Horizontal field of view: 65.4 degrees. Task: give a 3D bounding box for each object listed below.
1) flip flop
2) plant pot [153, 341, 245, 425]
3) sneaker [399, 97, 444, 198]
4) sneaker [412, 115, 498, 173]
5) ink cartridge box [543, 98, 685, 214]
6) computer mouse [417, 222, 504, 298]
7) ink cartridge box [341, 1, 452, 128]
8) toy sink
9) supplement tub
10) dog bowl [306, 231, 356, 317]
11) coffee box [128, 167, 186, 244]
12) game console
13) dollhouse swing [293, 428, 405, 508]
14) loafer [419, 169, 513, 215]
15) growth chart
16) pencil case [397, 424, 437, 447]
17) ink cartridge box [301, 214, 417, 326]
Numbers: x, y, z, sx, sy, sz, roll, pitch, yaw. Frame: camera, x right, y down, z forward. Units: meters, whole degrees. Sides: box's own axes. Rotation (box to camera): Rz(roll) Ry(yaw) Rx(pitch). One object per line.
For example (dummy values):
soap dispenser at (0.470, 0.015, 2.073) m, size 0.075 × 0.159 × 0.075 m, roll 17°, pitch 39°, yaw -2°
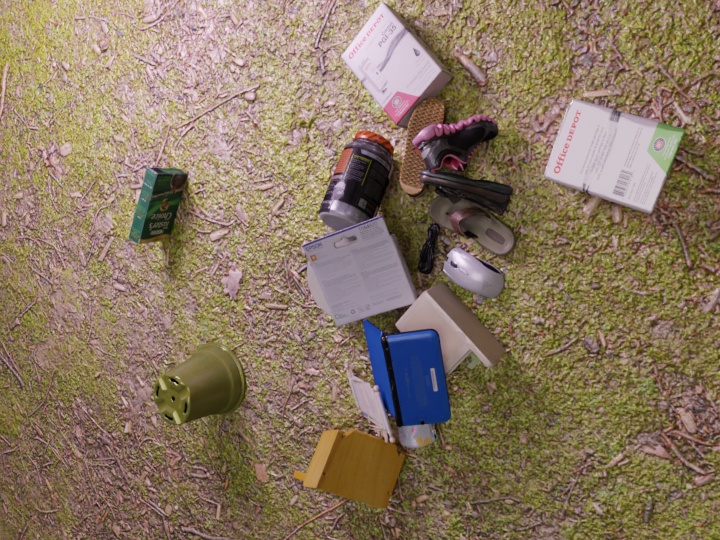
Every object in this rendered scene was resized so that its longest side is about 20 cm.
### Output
flip flop at (0.229, -0.096, 1.160) m, size 0.198 × 0.057 × 0.083 m, roll 36°, pitch 111°, yaw 18°
plant pot at (-0.436, 0.311, 1.483) m, size 0.194 × 0.183 × 0.208 m, roll 3°, pitch 98°, yaw 26°
sneaker at (0.130, -0.255, 1.176) m, size 0.073 × 0.090 × 0.206 m, roll 18°, pitch 93°, yaw 13°
sneaker at (0.196, -0.240, 1.097) m, size 0.098 × 0.195 × 0.079 m, roll 68°, pitch 156°, yaw 9°
ink cartridge box at (0.454, -0.207, 1.016) m, size 0.196 × 0.083 × 0.150 m, roll 24°, pitch 106°, yaw 22°
computer mouse at (0.212, -0.009, 1.188) m, size 0.197 × 0.044 × 0.112 m, roll 30°, pitch 110°, yaw 21°
ink cartridge box at (0.073, -0.429, 1.181) m, size 0.146 × 0.082 × 0.202 m, roll -44°, pitch 77°, yaw 25°
toy sink at (0.187, 0.143, 1.174) m, size 0.200 × 0.130 × 0.113 m, roll 47°, pitch 114°, yaw 12°
supplement tub at (-0.003, -0.184, 1.200) m, size 0.119 × 0.123 × 0.205 m, roll 16°, pitch 76°, yaw 23°
dog bowl at (-0.024, 0.008, 1.292) m, size 0.194 × 0.078 × 0.208 m, roll 4°, pitch 98°, yaw 26°
coffee box at (-0.545, -0.174, 1.511) m, size 0.043 × 0.122 × 0.205 m, roll 28°, pitch 107°, yaw 16°
game console at (0.094, 0.204, 1.168) m, size 0.165 × 0.119 × 0.207 m, roll -8°, pitch 108°, yaw 11°
dollhouse swing at (-0.036, 0.451, 1.319) m, size 0.175 × 0.196 × 0.187 m, roll 11°, pitch 77°, yaw 64°
loafer at (0.208, -0.154, 1.117) m, size 0.193 × 0.072 × 0.065 m, roll 9°, pitch 105°, yaw -8°
growth chart at (0.018, 0.303, 1.274) m, size 0.199 × 0.017 × 0.149 m, roll 13°, pitch 120°, yaw 67°
pencil case at (0.114, 0.289, 1.254) m, size 0.089 × 0.081 × 0.207 m, roll -11°, pitch 91°, yaw 49°
ink cartridge box at (0.000, 0.000, 1.184) m, size 0.194 × 0.041 × 0.205 m, roll -17°, pitch 109°, yaw 19°
